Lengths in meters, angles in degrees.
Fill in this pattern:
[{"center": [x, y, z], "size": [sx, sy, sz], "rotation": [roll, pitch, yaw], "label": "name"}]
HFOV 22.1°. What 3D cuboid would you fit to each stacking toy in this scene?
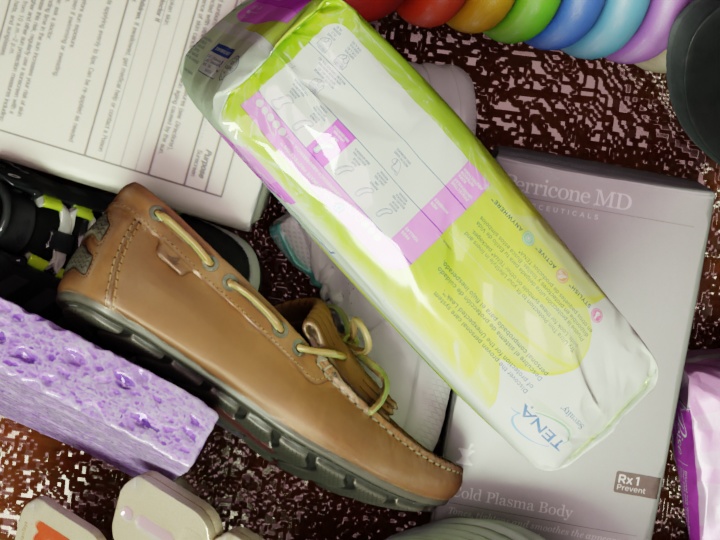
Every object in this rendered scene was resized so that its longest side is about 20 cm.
[{"center": [0.061, -0.133, 0.795], "size": [0.200, 0.085, 0.085], "rotation": [0, 98, -28], "label": "stacking toy"}]

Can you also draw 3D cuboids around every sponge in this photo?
[{"center": [-0.125, 0.058, 0.816], "size": [0.112, 0.200, 0.030], "rotation": [26, 76, -4], "label": "sponge"}]

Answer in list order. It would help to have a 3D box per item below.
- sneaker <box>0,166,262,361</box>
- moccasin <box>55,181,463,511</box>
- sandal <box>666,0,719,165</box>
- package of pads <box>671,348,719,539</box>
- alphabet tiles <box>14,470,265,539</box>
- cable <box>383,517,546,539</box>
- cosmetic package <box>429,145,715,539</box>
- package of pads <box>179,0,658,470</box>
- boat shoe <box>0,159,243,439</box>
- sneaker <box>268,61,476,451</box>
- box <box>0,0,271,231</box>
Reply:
[{"center": [-0.142, -0.006, 0.798], "size": [0.200, 0.083, 0.072], "rotation": [10, 81, -5], "label": "sneaker"}, {"center": [-0.033, 0.037, 0.788], "size": [0.201, 0.074, 0.078], "rotation": [36, 73, -16], "label": "moccasin"}, {"center": [0.203, -0.051, 0.833], "size": [0.076, 0.043, 0.200], "rotation": [-43, 124, -8], "label": "sandal"}, {"center": [0.250, 0.093, 0.875], "size": [0.200, 0.076, 0.121], "rotation": [-5, 98, 2], "label": "package of pads"}, {"center": [-0.082, 0.191, 0.810], "size": [0.196, 0.015, 0.200], "rotation": [27, 117, 23], "label": "alphabet tiles"}, {"center": [0.035, 0.209, 0.791], "size": [0.200, 0.069, 0.200], "rotation": [-20, 74, 44], "label": "cable"}, {"center": [0.097, 0.047, 0.868], "size": [0.107, 0.090, 0.200], "rotation": [8, 99, 3], "label": "cosmetic package"}, {"center": [0.019, -0.021, 0.728], "size": [0.068, 0.155, 0.200], "rotation": [-43, 105, -1], "label": "package of pads"}, {"center": [-0.105, 0.005, 0.882], "size": [0.200, 0.069, 0.057], "rotation": [37, 62, 2], "label": "boat shoe"}, {"center": [0.000, 0.000, 0.865], "size": [0.088, 0.075, 0.200], "rotation": [4, 87, -13], "label": "sneaker"}, {"center": [-0.123, -0.109, 0.840], "size": [0.200, 0.109, 0.128], "rotation": [17, 96, -2], "label": "box"}]
